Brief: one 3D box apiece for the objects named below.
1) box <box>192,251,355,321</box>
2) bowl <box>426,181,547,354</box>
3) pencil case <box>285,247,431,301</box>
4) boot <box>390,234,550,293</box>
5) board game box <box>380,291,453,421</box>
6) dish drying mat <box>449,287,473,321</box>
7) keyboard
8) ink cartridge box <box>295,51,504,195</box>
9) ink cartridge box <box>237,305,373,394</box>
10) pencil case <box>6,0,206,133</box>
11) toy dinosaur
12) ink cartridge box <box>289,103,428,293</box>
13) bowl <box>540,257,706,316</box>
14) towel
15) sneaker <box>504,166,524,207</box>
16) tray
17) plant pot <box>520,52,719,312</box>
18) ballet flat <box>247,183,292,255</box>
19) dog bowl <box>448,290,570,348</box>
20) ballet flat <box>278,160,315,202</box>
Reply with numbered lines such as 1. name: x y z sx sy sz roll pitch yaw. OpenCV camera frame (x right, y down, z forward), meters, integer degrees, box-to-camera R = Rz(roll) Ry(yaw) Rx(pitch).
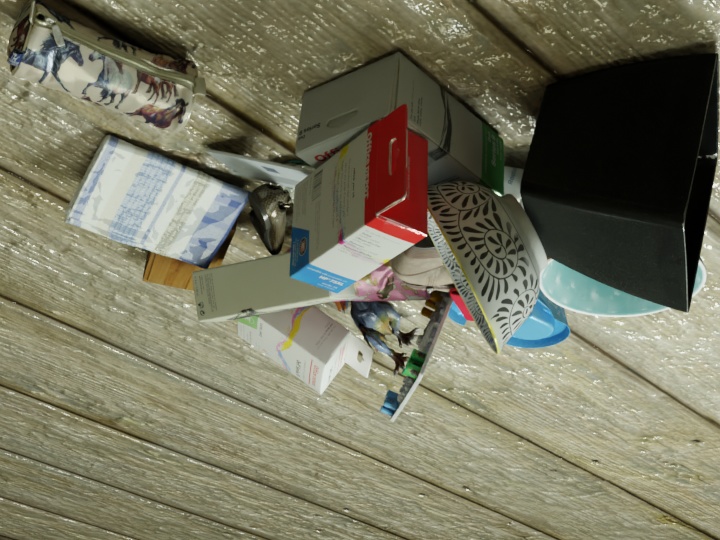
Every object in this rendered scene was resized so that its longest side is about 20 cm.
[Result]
1. box: -0.113 0.018 1.503 0.198 0.069 0.082 -10 175 25
2. bowl: 0.139 -0.022 1.241 0.093 0.202 0.201 -28 148 1
3. pencil case: 0.000 0.000 1.559 0.197 0.088 0.083 -2 -166 13
4. boot: 0.134 -0.013 1.412 0.197 0.071 0.146 6 161 6
5. board game box: 0.087 0.086 1.574 0.026 0.202 0.200 24 156 1
6. dish drying mat: 0.163 0.045 1.511 0.076 0.018 0.200 -1 170 10
7. keyboard: -0.099 -0.114 1.346 0.199 0.011 0.056 15 161 41
8. ink cartridge box: 0.046 -0.137 1.285 0.145 0.085 0.199 -17 146 36
9. ink cartridge box: -0.082 0.103 1.683 0.199 0.067 0.117 34 155 12
10. pencil case: -0.262 -0.209 1.205 0.198 0.079 0.089 18 164 -24
11. toy dinosaur: 0.005 0.073 1.697 0.181 0.106 0.199 41 150 -22
12. ink cartridge box: 0.009 -0.071 1.194 0.067 0.118 0.199 20 147 -31
13. bowl: 0.316 -0.034 1.419 0.198 0.106 0.201 4 153 2
14. towel: -0.254 -0.083 1.453 0.198 0.024 0.147 20 127 -22
15. sneaker: 0.165 -0.073 1.427 0.086 0.075 0.201 24 148 0
16. tray: -0.234 -0.031 1.584 0.097 0.037 0.200 11 151 -13
17. plant pot: 0.273 -0.098 1.227 0.175 0.202 0.200 9 155 20
18. ballet flat: -0.109 -0.067 1.449 0.046 0.068 0.200 -32 170 -9
19. dog bowl: 0.212 0.053 1.659 0.199 0.050 0.111 24 147 -31
20. ballet flat: -0.017 -0.073 1.439 0.198 0.073 0.072 21 149 -27
